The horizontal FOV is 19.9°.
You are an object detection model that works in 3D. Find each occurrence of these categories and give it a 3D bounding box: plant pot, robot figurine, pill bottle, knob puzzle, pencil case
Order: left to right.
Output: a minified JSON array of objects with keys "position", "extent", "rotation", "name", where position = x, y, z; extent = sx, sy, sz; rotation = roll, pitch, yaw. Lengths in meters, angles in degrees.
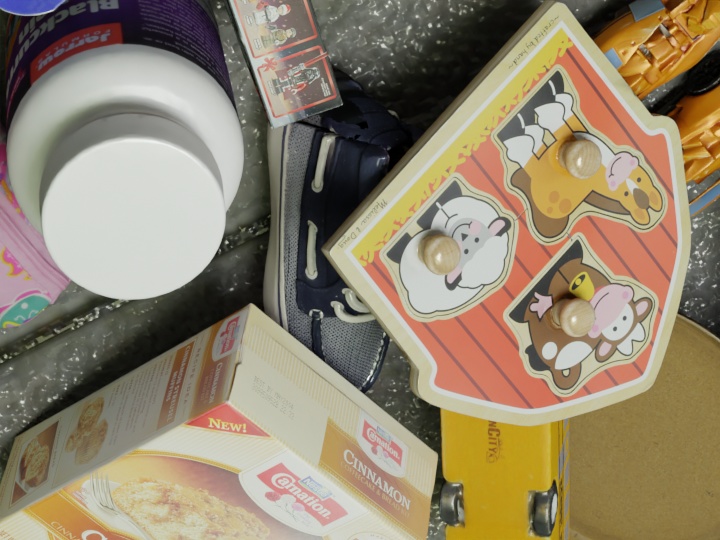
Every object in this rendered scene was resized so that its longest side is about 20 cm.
[{"position":[-0.207,-0.048,1.012],"extent":[0.087,0.088,0.200],"rotation":[-23,147,4],"name":"pencil case"},{"position":[-0.114,-0.072,0.985],"extent":[0.111,0.200,0.112],"rotation":[-5,121,-8],"name":"pill bottle"},{"position":[0.101,-0.005,1.049],"extent":[0.219,0.030,0.221],"rotation":[-7,105,-27],"name":"knob puzzle"},{"position":[0.140,-0.071,1.115],"extent":[0.200,0.058,0.145],"rotation":[-40,118,13],"name":"robot figurine"},{"position":[0.154,0.098,1.190],"extent":[0.199,0.027,0.201],"rotation":[12,120,21],"name":"plant pot"}]

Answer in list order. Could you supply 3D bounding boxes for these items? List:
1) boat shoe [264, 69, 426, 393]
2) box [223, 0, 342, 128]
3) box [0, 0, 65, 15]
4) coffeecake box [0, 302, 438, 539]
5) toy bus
[{"position":[0.000,0.000,1.094],"extent":[0.074,0.093,0.201],"rotation":[-24,125,-28],"name":"boat shoe"},{"position":[-0.064,-0.184,0.964],"extent":[0.040,0.137,0.201],"rotation":[-19,121,-1],"name":"box"},{"position":[-0.181,-0.214,0.927],"extent":[0.119,0.041,0.200],"rotation":[-41,99,-8],"name":"box"},{"position":[-0.082,0.123,1.143],"extent":[0.200,0.073,0.153],"rotation":[-29,124,34],"name":"coffeecake box"},{"position":[0.082,0.084,1.150],"extent":[0.065,0.078,0.201],"rotation":[5,118,15],"name":"toy bus"}]
